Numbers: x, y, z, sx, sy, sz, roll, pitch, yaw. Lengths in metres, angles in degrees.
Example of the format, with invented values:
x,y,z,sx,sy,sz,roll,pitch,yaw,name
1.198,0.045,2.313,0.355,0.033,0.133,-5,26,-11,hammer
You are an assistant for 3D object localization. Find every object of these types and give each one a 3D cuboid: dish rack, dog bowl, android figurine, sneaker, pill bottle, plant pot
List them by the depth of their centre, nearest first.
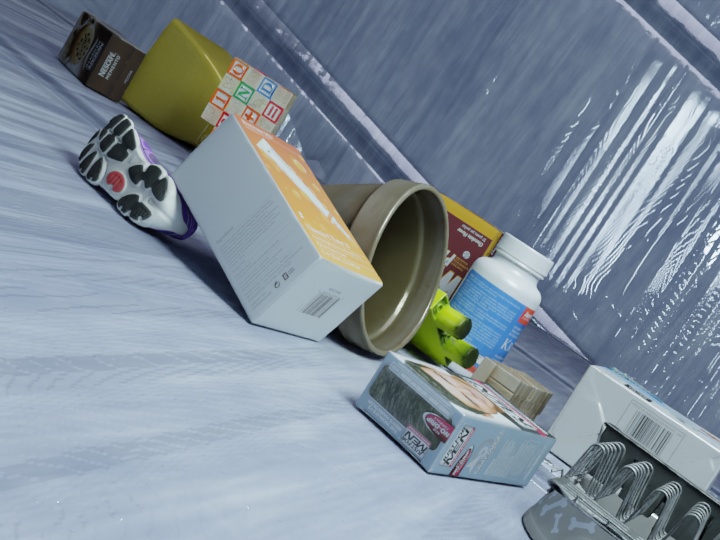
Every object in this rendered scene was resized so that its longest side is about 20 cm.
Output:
x,y,z,sx,sy,sz,roll,pitch,yaw,name
0.224,0.184,0.737,0.153,0.055,0.200,35,8,25,dish rack
0.238,0.248,0.825,0.199,0.059,0.200,32,7,-5,dog bowl
-0.244,-0.095,1.060,0.200,0.081,0.083,50,3,37,sneaker
-0.018,-0.022,1.121,0.172,0.202,0.200,18,-1,26,plant pot
0.071,0.050,1.271,0.199,0.041,0.183,33,-26,40,android figurine
0.186,0.052,1.366,0.112,0.201,0.112,32,7,-4,pill bottle
-0.318,-0.337,1.917,0.200,0.196,0.194,46,12,26,plant pot

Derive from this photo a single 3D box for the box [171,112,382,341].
x,y,z,sx,sy,sz,roll,pitch,yaw,name
-0.086,-0.043,0.984,0.124,0.097,0.201,22,31,-58,box

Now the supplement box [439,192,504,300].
x,y,z,sx,sy,sz,roll,pitch,yaw,name
0.153,-0.001,1.608,0.132,0.198,0.200,35,8,24,supplement box

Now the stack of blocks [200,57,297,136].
x,y,z,sx,sy,sz,roll,pitch,yaw,name
-0.207,-0.238,1.614,0.115,0.201,0.059,32,9,-1,stack of blocks

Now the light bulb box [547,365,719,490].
x,y,z,sx,sy,sz,roll,pitch,yaw,name
0.366,0.230,1.259,0.198,0.125,0.200,35,8,22,light bulb box

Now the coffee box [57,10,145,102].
x,y,z,sx,sy,sz,roll,pitch,yaw,name
-0.513,-0.424,1.901,0.080,0.114,0.200,26,9,-41,coffee box

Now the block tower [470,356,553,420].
x,y,z,sx,sy,sz,roll,pitch,yaw,name
0.192,0.157,1.233,0.058,0.054,0.200,35,4,27,block tower

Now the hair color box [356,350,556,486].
x,y,z,sx,sy,sz,roll,pitch,yaw,name
0.095,0.142,0.900,0.099,0.061,0.199,38,9,36,hair color box

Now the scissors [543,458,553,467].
x,y,z,sx,sy,sz,roll,pitch,yaw,name
0.134,0.168,1.112,0.199,0.014,0.073,37,5,23,scissors
